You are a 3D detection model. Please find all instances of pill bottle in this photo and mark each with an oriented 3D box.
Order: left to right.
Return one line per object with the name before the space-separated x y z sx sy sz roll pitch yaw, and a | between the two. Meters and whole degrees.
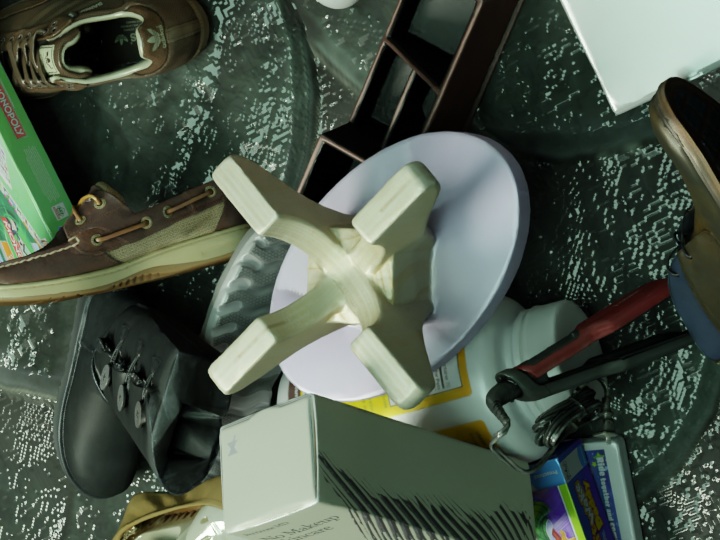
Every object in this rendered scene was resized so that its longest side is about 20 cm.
pill bottle | 0.054 0.081 1.425 0.199 0.109 0.110 -17 96 27

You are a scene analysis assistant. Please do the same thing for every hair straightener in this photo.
hair straightener | 0.142 0.071 1.335 0.041 0.200 0.077 -10 102 43

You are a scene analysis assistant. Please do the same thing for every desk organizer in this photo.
desk organizer | 0.028 -0.105 1.407 0.072 0.077 0.201 30 114 15

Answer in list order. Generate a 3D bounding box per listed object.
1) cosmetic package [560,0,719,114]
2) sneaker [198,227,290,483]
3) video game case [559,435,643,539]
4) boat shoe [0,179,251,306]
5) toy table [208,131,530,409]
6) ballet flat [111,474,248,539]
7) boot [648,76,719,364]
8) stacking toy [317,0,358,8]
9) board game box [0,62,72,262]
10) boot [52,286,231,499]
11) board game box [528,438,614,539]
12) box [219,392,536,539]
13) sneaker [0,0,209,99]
cosmetic package | 0.160 -0.207 1.323 0.101 0.074 0.201 -23 95 28
sneaker | -0.086 0.044 1.497 0.201 0.074 0.082 -68 30 23
video game case | 0.094 0.188 1.486 0.199 0.018 0.144 -7 100 27
boat shoe | -0.169 -0.023 1.481 0.199 0.072 0.072 -13 89 -14
toy table | 0.000 0.000 1.324 0.184 0.117 0.200 39 109 19
ballet flat | -0.102 0.178 1.481 0.069 0.063 0.200 50 146 -16
boot | 0.207 -0.021 1.327 0.097 0.075 0.200 -24 114 35
stacking toy | -0.019 -0.255 1.378 0.146 0.146 0.201 9 122 23
board game box | -0.277 -0.091 1.552 0.134 0.029 0.201 -22 95 50
boot | -0.144 0.105 1.487 0.200 0.065 0.166 30 121 59
board game box | 0.072 0.202 1.464 0.199 0.045 0.135 -18 95 28
box | 0.013 0.134 1.317 0.082 0.200 0.069 -24 60 38
sneaker | -0.203 -0.154 1.503 0.199 0.075 0.071 -9 99 27
